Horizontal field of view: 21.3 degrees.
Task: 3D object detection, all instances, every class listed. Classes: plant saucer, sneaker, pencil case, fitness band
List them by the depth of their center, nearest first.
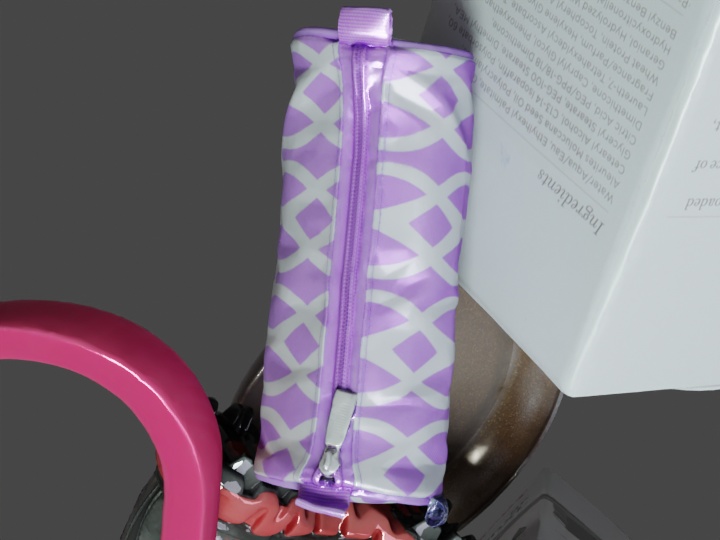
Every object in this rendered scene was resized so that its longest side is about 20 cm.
[{"bbox_3d":[0.000,0.000,0.775,0.085,0.084,0.201,7,87,-69],"label":"pencil case"},{"bbox_3d":[-0.130,0.098,0.790,0.143,0.037,0.201,12,123,4],"label":"fitness band"},{"bbox_3d":[-0.029,0.126,0.877,0.200,0.071,0.098,22,109,-42],"label":"sneaker"},{"bbox_3d":[0.012,0.067,0.932,0.199,0.032,0.201,-19,132,-23],"label":"plant saucer"}]

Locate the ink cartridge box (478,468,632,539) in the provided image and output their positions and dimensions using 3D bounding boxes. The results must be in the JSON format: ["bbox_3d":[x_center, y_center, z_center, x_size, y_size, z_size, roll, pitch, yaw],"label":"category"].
[{"bbox_3d":[0.074,0.193,0.964,0.145,0.084,0.200,-49,177,8],"label":"ink cartridge box"}]

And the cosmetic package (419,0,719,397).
[{"bbox_3d":[0.134,-0.076,0.807,0.164,0.165,0.201,-2,124,-34],"label":"cosmetic package"}]
